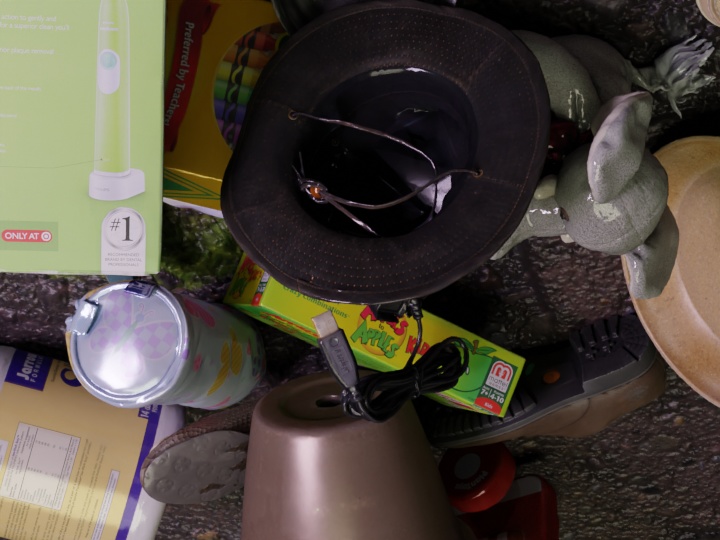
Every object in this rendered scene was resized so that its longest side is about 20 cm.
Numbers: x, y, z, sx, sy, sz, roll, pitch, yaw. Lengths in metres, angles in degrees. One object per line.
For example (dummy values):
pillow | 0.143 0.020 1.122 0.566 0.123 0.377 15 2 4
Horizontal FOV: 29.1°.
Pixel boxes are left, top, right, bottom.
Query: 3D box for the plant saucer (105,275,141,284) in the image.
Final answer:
plant saucer | -0.187 -0.068 0.942 0.019 0.070 0.201 -12 132 6

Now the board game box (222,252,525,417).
board game box | 0.009 0.044 1.010 0.199 0.048 0.102 26 171 -19

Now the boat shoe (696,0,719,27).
boat shoe | 0.260 -0.203 0.771 0.072 0.065 0.200 26 131 -19

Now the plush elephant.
plush elephant | 0.128 -0.062 0.856 0.199 0.155 0.165 -14 131 18

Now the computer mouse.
computer mouse | 0.000 0.000 0.911 0.046 0.140 0.201 -7 103 38

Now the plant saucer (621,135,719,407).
plant saucer | 0.256 0.002 0.920 0.035 0.200 0.201 -23 143 -29

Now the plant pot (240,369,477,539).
plant pot | -0.014 0.174 1.015 0.199 0.200 0.176 -5 109 10

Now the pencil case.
pencil case | -0.132 0.056 0.979 0.090 0.084 0.200 10 176 14

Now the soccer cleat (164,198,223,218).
soccer cleat | -0.078 -0.058 0.957 0.199 0.067 0.076 18 170 -23

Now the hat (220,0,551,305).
hat | 0.021 -0.056 0.800 0.199 0.202 0.081 -7 151 12

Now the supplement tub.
supplement tub | -0.250 0.143 1.098 0.199 0.146 0.146 16 133 -10

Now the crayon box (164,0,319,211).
crayon box | -0.099 -0.108 0.852 0.199 0.128 0.051 13 161 -9

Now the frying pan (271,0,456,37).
frying pan | 0.016 -0.208 0.812 0.114 0.031 0.191 22 112 -3

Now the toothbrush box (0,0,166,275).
toothbrush box | -0.177 -0.104 0.748 0.145 0.086 0.201 0 103 -8

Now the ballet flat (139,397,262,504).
ballet flat | -0.084 0.124 1.073 0.199 0.046 0.068 -21 129 -29

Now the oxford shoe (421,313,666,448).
oxford shoe | 0.143 0.107 1.078 0.199 0.073 0.085 -18 132 21

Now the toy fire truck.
toy fire truck | 0.075 0.243 1.147 0.199 0.169 0.112 -20 129 23
